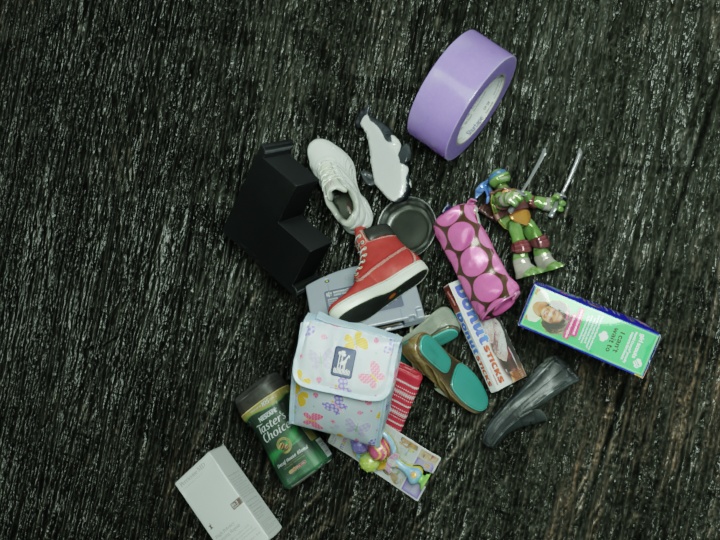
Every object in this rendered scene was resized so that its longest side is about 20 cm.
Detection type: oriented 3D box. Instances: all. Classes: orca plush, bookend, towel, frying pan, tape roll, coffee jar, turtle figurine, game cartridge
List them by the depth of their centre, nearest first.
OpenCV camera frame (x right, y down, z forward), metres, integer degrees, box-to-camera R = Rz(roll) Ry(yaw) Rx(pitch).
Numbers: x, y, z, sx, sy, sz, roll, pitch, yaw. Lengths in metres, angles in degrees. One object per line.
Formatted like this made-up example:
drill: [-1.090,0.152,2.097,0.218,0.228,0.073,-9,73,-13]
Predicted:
turtle figurine: [0.297,-0.095,1.124,0.198,0.144,0.196,-17,86,17]
tape roll: [0.172,-0.294,1.136,0.085,0.200,0.201,36,97,13]
game cartridge: [0.005,0.053,1.206,0.198,0.041,0.134,-12,59,-2]
towel: [0.021,0.232,1.210,0.144,0.022,0.201,26,119,14]
bookend: [-0.125,-0.097,1.226,0.198,0.092,0.201,40,121,15]
orca plush: [0.049,-0.204,1.239,0.105,0.071,0.201,-47,59,19]
frying pan: [0.061,-0.103,1.245,0.115,0.031,0.190,-48,67,7]
coffee jar: [-0.146,0.296,1.256,0.104,0.085,0.201,-37,79,11]

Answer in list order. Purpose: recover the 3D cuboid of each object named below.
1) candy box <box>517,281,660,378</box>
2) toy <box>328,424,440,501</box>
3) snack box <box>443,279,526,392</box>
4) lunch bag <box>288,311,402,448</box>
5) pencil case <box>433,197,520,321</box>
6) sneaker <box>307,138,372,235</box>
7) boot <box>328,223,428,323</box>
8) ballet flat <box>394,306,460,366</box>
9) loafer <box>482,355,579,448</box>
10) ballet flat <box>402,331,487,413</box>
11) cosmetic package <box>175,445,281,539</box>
candy box: [0.363,0.088,1.083,0.198,0.169,0.078,21,97,15]
toy: [0.033,0.332,1.206,0.199,0.047,0.116,28,119,11]
snack box: [0.218,0.107,1.177,0.071,0.024,0.202,-19,81,-28]
lunch bag: [-0.026,0.173,1.104,0.168,0.127,0.202,14,121,7]
pencil case: [0.201,-0.019,1.146,0.093,0.090,0.201,-34,70,25]
sneaker: [-0.043,-0.163,1.240,0.078,0.099,0.201,-32,80,11]
boot: [0.000,0.000,1.170,0.199,0.073,0.144,-31,66,-24]
ballet flat: [0.090,0.133,1.218,0.199,0.067,0.064,-33,51,16]
loafer: [0.289,0.235,1.149,0.070,0.068,0.201,44,95,22]
ballet flat: [0.142,0.182,1.176,0.072,0.200,0.068,-16,39,49]
cosmetic package: [-0.253,0.451,1.286,0.102,0.074,0.200,-43,79,9]
